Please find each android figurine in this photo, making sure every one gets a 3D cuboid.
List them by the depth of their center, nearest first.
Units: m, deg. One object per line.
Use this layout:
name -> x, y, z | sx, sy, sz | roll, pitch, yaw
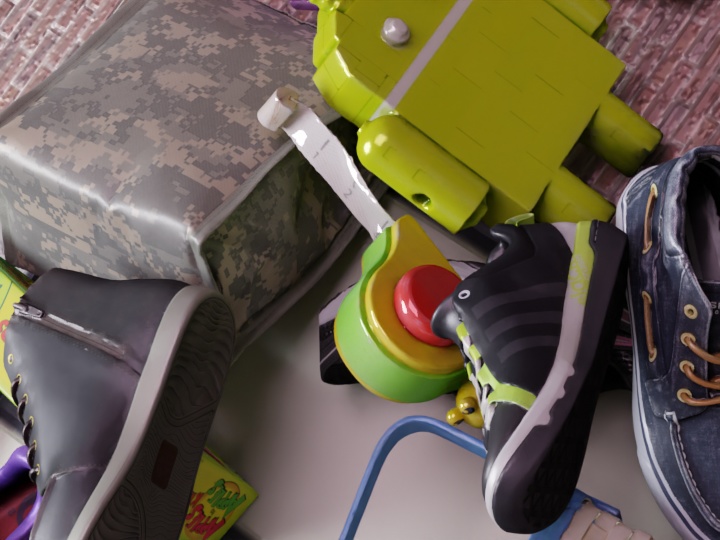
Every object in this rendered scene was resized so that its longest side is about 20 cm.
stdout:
android figurine -> 0.058, -0.100, 1.480 | 0.200, 0.041, 0.182 | 39, 53, -3

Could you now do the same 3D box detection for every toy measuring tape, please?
toy measuring tape -> 0.000, 0.000, 1.423 | 0.074, 0.074, 0.200 | -39, 82, 5

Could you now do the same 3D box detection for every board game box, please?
board game box -> -0.152, 0.063, 1.543 | 0.048, 0.102, 0.200 | -48, 59, -1

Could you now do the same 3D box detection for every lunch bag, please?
lunch bag -> -0.078, -0.066, 1.550 | 0.164, 0.118, 0.200 | 24, 53, 29

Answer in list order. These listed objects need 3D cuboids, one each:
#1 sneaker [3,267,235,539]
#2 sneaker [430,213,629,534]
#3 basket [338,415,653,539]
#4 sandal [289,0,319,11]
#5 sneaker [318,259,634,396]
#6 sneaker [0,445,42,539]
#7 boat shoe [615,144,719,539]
sneaker -> -0.142, 0.095, 1.432 | 0.106, 0.075, 0.200 | 10, 66, 31
sneaker -> 0.070, 0.046, 1.356 | 0.083, 0.072, 0.200 | 10, 39, 11
basket -> 0.071, 0.176, 1.378 | 0.200, 0.139, 0.177 | 18, 72, 20
sandal -> -0.022, -0.164, 1.592 | 0.203, 0.082, 0.050 | 35, 93, 34
sneaker -> 0.070, 0.042, 1.469 | 0.200, 0.080, 0.087 | -11, 68, 21
sneaker -> -0.227, 0.163, 1.548 | 0.200, 0.083, 0.081 | -47, 59, 2
boat shoe -> 0.169, 0.041, 1.389 | 0.071, 0.091, 0.201 | -11, 83, -12
